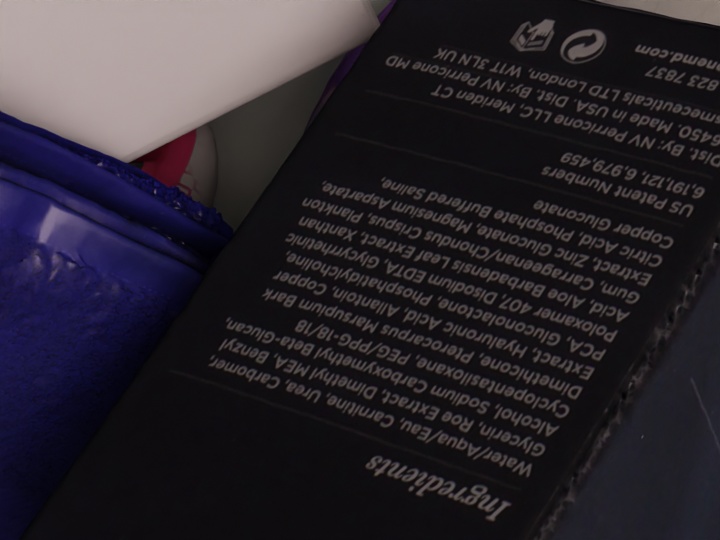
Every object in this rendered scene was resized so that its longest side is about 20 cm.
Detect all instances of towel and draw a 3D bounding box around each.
[{"bbox_3d":[-0.127,0.046,0.669,0.147,0.050,0.200,26,112,-38],"label":"towel"}]

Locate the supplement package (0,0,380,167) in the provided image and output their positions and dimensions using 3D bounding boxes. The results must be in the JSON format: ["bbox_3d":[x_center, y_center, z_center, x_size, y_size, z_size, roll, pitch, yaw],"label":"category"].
[{"bbox_3d":[-0.117,-0.074,0.714,0.199,0.120,0.122,-27,107,-7],"label":"supplement package"}]

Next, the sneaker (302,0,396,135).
[{"bbox_3d":[0.000,0.000,0.749,0.080,0.089,0.201,24,72,13],"label":"sneaker"}]

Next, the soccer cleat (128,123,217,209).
[{"bbox_3d":[-0.093,0.046,0.779,0.086,0.070,0.200,37,93,-33],"label":"soccer cleat"}]

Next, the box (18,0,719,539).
[{"bbox_3d":[0.039,0.072,0.666,0.200,0.117,0.197,-56,142,-24],"label":"box"}]

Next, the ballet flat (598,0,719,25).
[{"bbox_3d":[0.132,-0.039,0.776,0.199,0.069,0.070,20,96,13],"label":"ballet flat"}]
